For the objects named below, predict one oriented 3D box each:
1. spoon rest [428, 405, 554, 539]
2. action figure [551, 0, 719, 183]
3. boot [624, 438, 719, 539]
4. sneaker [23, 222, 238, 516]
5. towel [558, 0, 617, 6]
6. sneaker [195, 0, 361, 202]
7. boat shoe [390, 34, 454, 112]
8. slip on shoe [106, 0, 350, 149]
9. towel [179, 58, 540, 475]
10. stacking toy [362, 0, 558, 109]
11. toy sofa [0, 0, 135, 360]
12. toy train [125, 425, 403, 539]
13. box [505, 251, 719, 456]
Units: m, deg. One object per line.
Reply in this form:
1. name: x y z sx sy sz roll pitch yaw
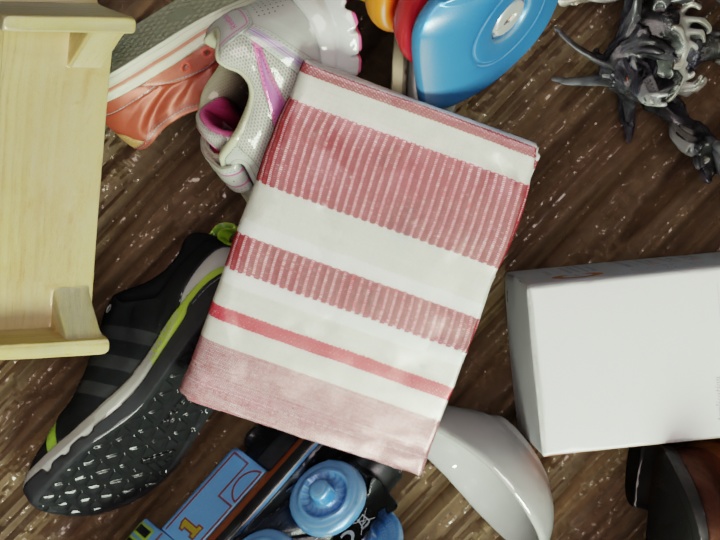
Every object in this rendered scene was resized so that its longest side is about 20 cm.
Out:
1. spoon rest: 0.043 0.083 1.478 0.060 0.099 0.200 -34 84 -14
2. action figure: 0.214 -0.116 1.464 0.199 0.102 0.119 -6 122 -7
3. boot: 0.257 0.141 1.441 0.199 0.188 0.069 8 93 -2
4. sneaker: -0.124 0.057 1.484 0.200 0.083 0.072 -46 138 14
5. towel: 0.193 -0.237 1.494 0.199 0.034 0.133 -17 94 -2
6. sneaker: -0.050 -0.072 1.439 0.088 0.081 0.201 -12 120 -16
7. boat shoe: 0.054 -0.142 1.471 0.068 0.075 0.201 5 92 2
8. slip on shoe: -0.065 -0.135 1.473 0.199 0.074 0.061 -30 117 -2
9. towel: 0.000 0.000 1.405 0.143 0.023 0.201 19 103 -7
10. stacking toy: 0.011 -0.196 1.408 0.116 0.110 0.200 -43 68 -15
11. toy sofa: -0.188 -0.055 1.422 0.082 0.097 0.201 -3 107 -32
12. toy train: -0.065 0.164 1.462 0.114 0.087 0.200 34 78 37
13. box: 0.189 0.042 1.462 0.199 0.124 0.098 -5 93 -2
